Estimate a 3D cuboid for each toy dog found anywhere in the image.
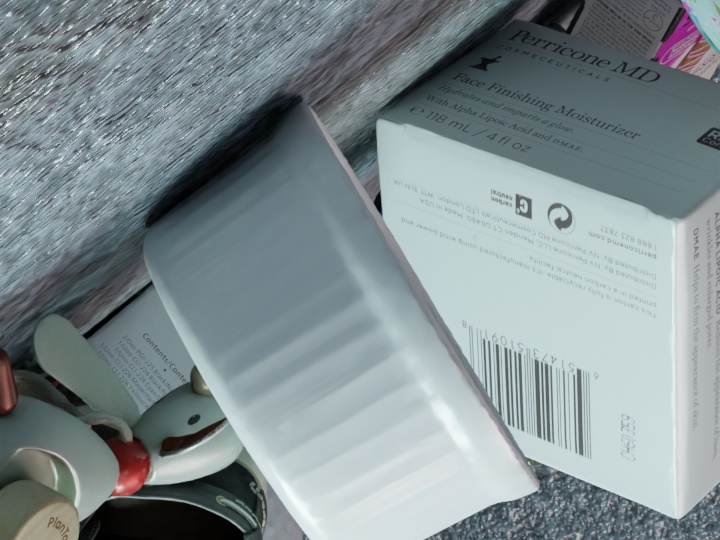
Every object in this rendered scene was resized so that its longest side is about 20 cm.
[{"bbox_3d":[-0.124,0.063,1.259,0.200,0.132,0.096,-48,156,-65],"label":"toy dog"}]

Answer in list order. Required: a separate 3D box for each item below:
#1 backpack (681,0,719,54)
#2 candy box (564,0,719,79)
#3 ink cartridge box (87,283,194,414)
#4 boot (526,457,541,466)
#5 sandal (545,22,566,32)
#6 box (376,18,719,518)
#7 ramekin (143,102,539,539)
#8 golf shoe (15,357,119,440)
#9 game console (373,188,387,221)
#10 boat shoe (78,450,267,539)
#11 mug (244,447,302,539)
[{"bbox_3d":[0.212,-0.177,1.400,0.126,0.167,0.200,-19,178,-5],"label":"backpack"},{"bbox_3d":[0.172,-0.134,1.748,0.136,0.061,0.200,-36,162,-40],"label":"candy box"},{"bbox_3d":[-0.121,0.080,1.569,0.176,0.084,0.200,-41,177,-12],"label":"ink cartridge box"},{"bbox_3d":[0.103,0.028,1.775,0.175,0.066,0.200,-10,-139,2],"label":"boot"},{"bbox_3d":[0.085,-0.091,1.822,0.082,0.050,0.203,-38,176,-21],"label":"sandal"},{"bbox_3d":[0.128,-0.003,1.588,0.131,0.199,0.200,-37,135,-39],"label":"box"},{"bbox_3d":[-0.012,0.035,1.288,0.098,0.201,0.200,-31,177,2],"label":"ramekin"},{"bbox_3d":[-0.189,0.124,1.420,0.200,0.088,0.077,-39,178,21],"label":"golf shoe"},{"bbox_3d":[0.000,0.000,1.692,0.171,0.118,0.200,16,-101,57],"label":"game console"},{"bbox_3d":[-0.143,0.119,1.352,0.200,0.072,0.068,-3,-150,-1],"label":"boat shoe"},{"bbox_3d":[-0.115,0.178,1.799,0.147,0.176,0.200,-7,155,13],"label":"mug"}]
